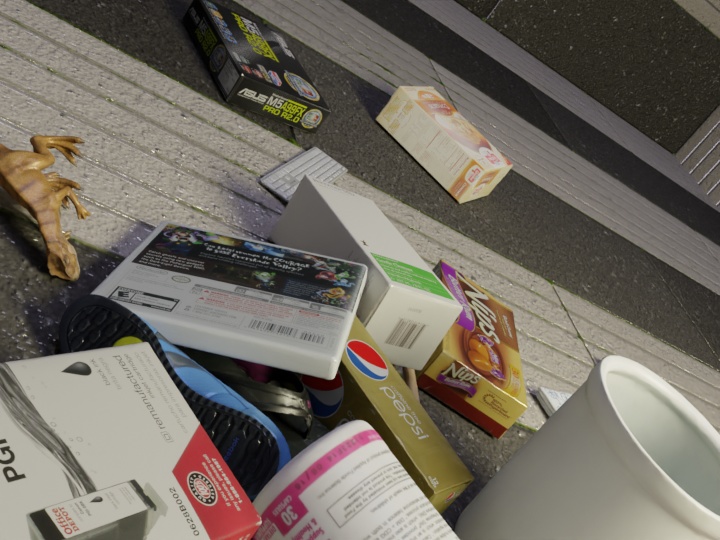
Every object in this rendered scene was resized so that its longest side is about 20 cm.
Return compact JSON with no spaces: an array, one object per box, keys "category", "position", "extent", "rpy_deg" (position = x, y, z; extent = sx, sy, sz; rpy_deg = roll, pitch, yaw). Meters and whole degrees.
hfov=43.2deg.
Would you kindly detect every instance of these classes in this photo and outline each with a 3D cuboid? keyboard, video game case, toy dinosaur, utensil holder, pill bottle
[{"category":"keyboard","position":[-0.067,-0.119,1.139],"extent":[0.056,0.011,0.200],"rpy_deg":[41,25,0]},{"category":"video game case","position":[-0.101,0.018,0.750],"extent":[0.195,0.024,0.182],"rpy_deg":[12,24,3]},{"category":"toy dinosaur","position":[-0.275,-0.082,0.729],"extent":[0.200,0.061,0.106],"rpy_deg":[44,27,9]},{"category":"utensil holder","position":[0.197,0.203,0.755],"extent":[0.168,0.201,0.171],"rpy_deg":[30,25,-16]},{"category":"pill bottle","position":[0.021,0.211,0.599],"extent":[0.201,0.114,0.113],"rpy_deg":[49,27,19]}]

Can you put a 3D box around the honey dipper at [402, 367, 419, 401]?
[{"category":"honey dipper","position":[0.047,0.089,0.929],"extent":[0.038,0.038,0.202],"rpy_deg":[28,29,-23]}]

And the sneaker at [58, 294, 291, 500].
[{"category":"sneaker","position":[-0.133,0.095,0.654],"extent":[0.198,0.066,0.079],"rpy_deg":[36,-8,10]}]

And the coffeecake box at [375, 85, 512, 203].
[{"category":"coffeecake box","position":[0.142,-0.212,1.510],"extent":[0.200,0.073,0.153],"rpy_deg":[46,25,12]}]

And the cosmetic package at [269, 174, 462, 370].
[{"category":"cosmetic package","position":[0.000,0.000,0.918],"extent":[0.106,0.086,0.201],"rpy_deg":[16,26,-41]}]

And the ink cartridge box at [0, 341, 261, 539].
[{"category":"ink cartridge box","position":[-0.172,0.128,0.498],"extent":[0.147,0.083,0.199],"rpy_deg":[51,26,20]}]

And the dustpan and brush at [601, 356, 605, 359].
[{"category":"dustpan and brush","position":[0.413,0.192,1.240],"extent":[0.138,0.057,0.201],"rpy_deg":[33,26,-15]}]

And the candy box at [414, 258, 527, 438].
[{"category":"candy box","position":[0.120,0.082,1.018],"extent":[0.116,0.057,0.201],"rpy_deg":[34,27,-12]}]

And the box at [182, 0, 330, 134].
[{"category":"box","position":[-0.146,-0.287,1.264],"extent":[0.158,0.044,0.202],"rpy_deg":[14,36,-43]}]

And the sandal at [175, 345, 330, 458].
[{"category":"sandal","position":[-0.091,0.088,0.719],"extent":[0.199,0.048,0.075],"rpy_deg":[39,25,-1]}]

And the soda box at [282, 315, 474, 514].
[{"category":"soda box","position":[0.005,0.122,0.773],"extent":[0.063,0.068,0.201],"rpy_deg":[0,46,-53]}]

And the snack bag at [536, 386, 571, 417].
[{"category":"snack bag","position":[0.310,0.230,1.081],"extent":[0.186,0.021,0.202],"rpy_deg":[20,32,-38]}]
